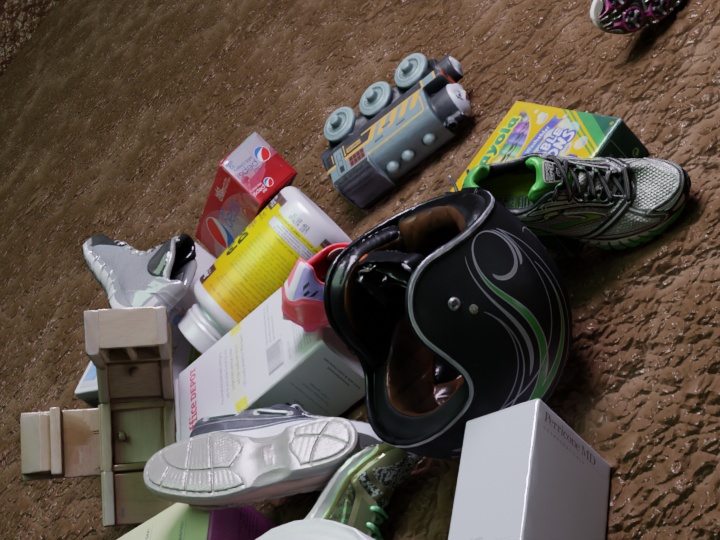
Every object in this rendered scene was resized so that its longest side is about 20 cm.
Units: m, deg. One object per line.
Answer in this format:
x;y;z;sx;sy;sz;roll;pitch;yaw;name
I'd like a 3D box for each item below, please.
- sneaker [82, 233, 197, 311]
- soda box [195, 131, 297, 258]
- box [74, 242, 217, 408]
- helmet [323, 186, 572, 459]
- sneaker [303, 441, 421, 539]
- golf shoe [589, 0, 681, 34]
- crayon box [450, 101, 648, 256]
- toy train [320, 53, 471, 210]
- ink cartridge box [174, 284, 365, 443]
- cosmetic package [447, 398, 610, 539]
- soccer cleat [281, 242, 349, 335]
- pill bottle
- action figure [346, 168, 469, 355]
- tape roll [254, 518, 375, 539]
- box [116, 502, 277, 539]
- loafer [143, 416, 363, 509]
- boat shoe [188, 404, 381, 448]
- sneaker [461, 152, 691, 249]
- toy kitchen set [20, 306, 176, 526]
-0.240;-0.008;1.541;0.115;0.075;0.200;-42;40;1;sneaker
-0.136;-0.075;1.578;0.063;0.070;0.200;-43;-7;-26;soda box
-0.227;0.081;1.583;0.112;0.101;0.201;-13;45;46;box
0.080;0.052;1.120;0.199;0.192;0.200;-25;18;9;helmet
-0.003;0.233;1.166;0.200;0.077;0.089;-48;60;-1;sneaker
0.296;-0.309;1.376;0.200;0.073;0.092;-46;22;-16;golf shoe
0.167;-0.095;1.311;0.126;0.052;0.200;-53;29;-8;crayon box
0.040;-0.158;1.535;0.200;0.085;0.114;-35;44;20;toy train
-0.090;0.112;1.382;0.200;0.083;0.145;-39;30;17;ink cartridge box
0.119;0.206;0.973;0.071;0.101;0.201;-24;39;36;cosmetic package
0.000;0.000;1.323;0.067;0.199;0.077;34;127;28;soccer cleat
-0.107;0.012;1.495;0.200;0.109;0.109;-47;29;3;pill bottle
0.067;0.005;1.283;0.201;0.102;0.119;-56;24;-21;action figure
-0.034;0.297;1.048;0.201;0.071;0.204;-19;54;28;tape roll
-0.178;0.324;1.241;0.199;0.097;0.177;-33;33;25;box
-0.092;0.183;1.209;0.199;0.063;0.072;-11;44;10;loafer
-0.069;0.156;1.272;0.199;0.072;0.068;-9;37;18;boat shoe
0.183;-0.063;1.163;0.198;0.085;0.079;-7;69;11;sneaker
-0.267;0.153;1.355;0.180;0.162;0.202;118;148;-77;toy kitchen set
